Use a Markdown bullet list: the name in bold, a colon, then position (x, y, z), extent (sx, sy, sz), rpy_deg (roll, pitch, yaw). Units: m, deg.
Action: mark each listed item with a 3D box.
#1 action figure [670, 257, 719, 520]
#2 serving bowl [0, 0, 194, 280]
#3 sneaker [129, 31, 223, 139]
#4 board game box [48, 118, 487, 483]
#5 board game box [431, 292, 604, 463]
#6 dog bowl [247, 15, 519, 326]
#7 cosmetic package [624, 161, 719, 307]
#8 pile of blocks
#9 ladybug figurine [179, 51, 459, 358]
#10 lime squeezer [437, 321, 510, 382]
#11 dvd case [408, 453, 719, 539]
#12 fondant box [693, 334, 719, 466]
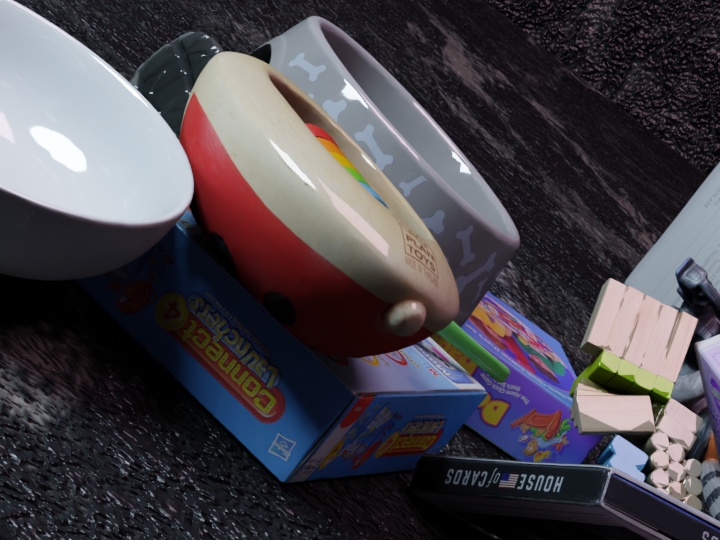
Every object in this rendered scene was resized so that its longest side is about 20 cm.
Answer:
- **action figure**: position (0.225, 0.092, 1.823), extent (0.193, 0.104, 0.200), rpy_deg (44, -13, 42)
- **serving bowl**: position (-0.174, -0.058, 1.203), extent (0.199, 0.066, 0.200), rpy_deg (29, 22, -13)
- **sneaker**: position (-0.080, -0.061, 1.564), extent (0.079, 0.075, 0.200), rpy_deg (47, 11, -39)
- **board game box**: position (-0.053, 0.016, 1.356), extent (0.200, 0.056, 0.196), rpy_deg (43, 13, 17)
- **board game box**: position (0.043, 0.032, 1.612), extent (0.200, 0.045, 0.135), rpy_deg (35, 13, -19)
- **dog bowl**: position (0.012, -0.061, 1.552), extent (0.200, 0.059, 0.200), rpy_deg (45, 10, -10)
- **cosmetic package**: position (0.370, 0.023, 2.348), extent (0.200, 0.167, 0.167), rpy_deg (45, 13, 27)
- **pile of blocks**: position (0.151, 0.109, 1.547), extent (0.082, 0.062, 0.201), rpy_deg (4, 64, -18)
- **ladybug figurine**: position (-0.026, -0.024, 1.256), extent (0.136, 0.072, 0.200), rpy_deg (39, 9, -38)
- **lime squeezer**: position (0.000, 0.000, 1.383), extent (0.200, 0.038, 0.071), rpy_deg (37, -19, -8)
- **dvd case**: position (0.143, 0.140, 1.371), extent (0.200, 0.025, 0.150), rpy_deg (29, -18, -31)
- **fondant box**: position (0.257, 0.146, 1.566), extent (0.144, 0.058, 0.201), rpy_deg (-121, -166, -59)
